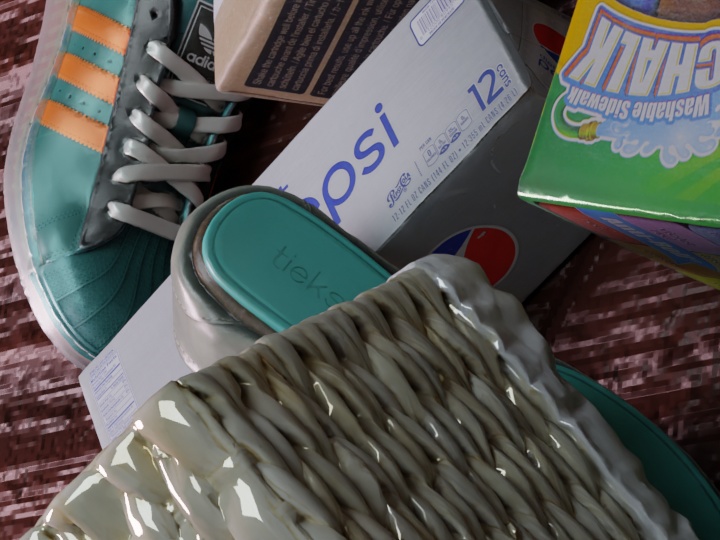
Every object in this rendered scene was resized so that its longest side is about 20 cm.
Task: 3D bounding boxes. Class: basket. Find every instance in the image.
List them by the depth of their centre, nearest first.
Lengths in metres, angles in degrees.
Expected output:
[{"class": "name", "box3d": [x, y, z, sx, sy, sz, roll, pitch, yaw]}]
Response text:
[{"class": "basket", "box3d": [-0.010, 0.134, 0.782, 0.198, 0.161, 0.200, -45, 76, 25]}]

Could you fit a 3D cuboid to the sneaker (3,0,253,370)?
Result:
[{"class": "sneaker", "box3d": [-0.073, -0.064, 1.067, 0.080, 0.071, 0.201, -23, 55, 45]}]

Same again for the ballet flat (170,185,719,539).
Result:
[{"class": "ballet flat", "box3d": [0.027, 0.049, 0.883, 0.067, 0.200, 0.064, -46, -15, -31]}]

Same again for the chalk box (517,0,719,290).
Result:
[{"class": "chalk box", "box3d": [0.135, -0.046, 0.788, 0.124, 0.124, 0.201, 12, 81, 49]}]

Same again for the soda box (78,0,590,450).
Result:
[{"class": "soda box", "box3d": [0.000, 0.000, 0.960, 0.200, 0.068, 0.064, -47, 46, 24]}]

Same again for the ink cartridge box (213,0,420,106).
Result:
[{"class": "ink cartridge box", "box3d": [0.003, -0.176, 0.979, 0.165, 0.075, 0.201, 122, 150, -59]}]
